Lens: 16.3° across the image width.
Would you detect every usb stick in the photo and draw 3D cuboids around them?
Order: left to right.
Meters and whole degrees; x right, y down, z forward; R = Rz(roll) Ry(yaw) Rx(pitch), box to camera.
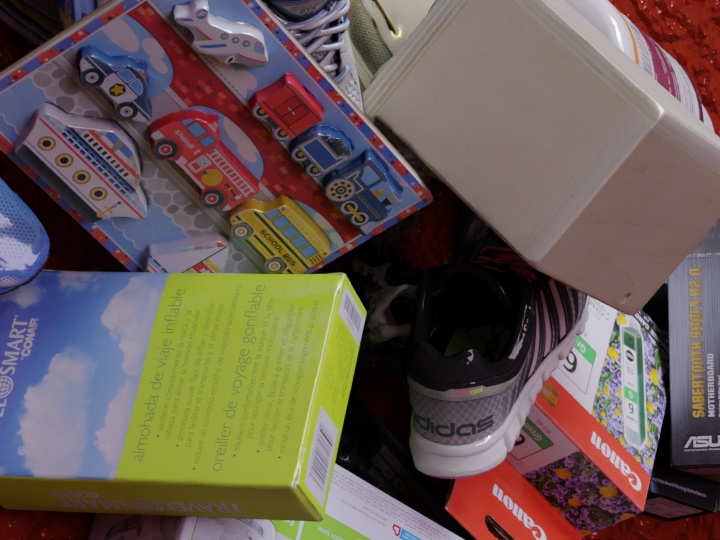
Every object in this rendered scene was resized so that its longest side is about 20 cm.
[{"bbox_3d":[0.023,0.137,1.436,0.200,0.033,0.056,49,58,-20],"label":"usb stick"}]

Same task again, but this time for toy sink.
[{"bbox_3d":[0.085,-0.084,1.332,0.200,0.112,0.130,46,12,29],"label":"toy sink"}]

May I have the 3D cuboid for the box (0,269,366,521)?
[{"bbox_3d":[-0.106,0.060,1.259,0.048,0.199,0.122,59,37,-54],"label":"box"}]

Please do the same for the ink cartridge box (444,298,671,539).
[{"bbox_3d":[0.117,0.087,1.435,0.109,0.050,0.200,45,40,-23],"label":"ink cartridge box"}]

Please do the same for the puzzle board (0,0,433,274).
[{"bbox_3d":[-0.078,-0.057,1.250,0.200,0.150,0.017,46,21,-37],"label":"puzzle board"}]

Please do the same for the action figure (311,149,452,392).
[{"bbox_3d":[0.000,0.000,1.407,0.199,0.102,0.119,19,47,-34],"label":"action figure"}]

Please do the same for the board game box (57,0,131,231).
[{"bbox_3d":[-0.086,-0.128,1.293,0.135,0.034,0.201,-7,106,-20],"label":"board game box"}]

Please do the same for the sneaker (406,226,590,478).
[{"bbox_3d":[0.075,0.018,1.369,0.088,0.073,0.200,82,27,-42],"label":"sneaker"}]

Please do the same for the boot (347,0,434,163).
[{"bbox_3d":[0.013,-0.163,1.486,0.155,0.073,0.201,-40,106,-40],"label":"boot"}]

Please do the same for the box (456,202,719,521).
[{"bbox_3d":[0.142,0.055,1.556,0.199,0.043,0.161,21,65,-36],"label":"box"}]

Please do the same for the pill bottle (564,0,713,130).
[{"bbox_3d":[0.137,-0.094,1.499,0.200,0.114,0.115,26,58,-62],"label":"pill bottle"}]

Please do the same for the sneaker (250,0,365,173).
[{"bbox_3d":[-0.041,-0.131,1.243,0.077,0.085,0.201,-27,113,-15],"label":"sneaker"}]

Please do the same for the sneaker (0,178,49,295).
[{"bbox_3d":[-0.228,-0.059,1.231,0.200,0.089,0.079,40,56,-26],"label":"sneaker"}]

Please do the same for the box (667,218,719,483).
[{"bbox_3d":[0.239,0.053,1.563,0.200,0.048,0.159,21,66,-65],"label":"box"}]

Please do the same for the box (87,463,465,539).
[{"bbox_3d":[-0.046,0.193,1.314,0.200,0.096,0.177,32,59,-31],"label":"box"}]

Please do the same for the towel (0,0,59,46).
[{"bbox_3d":[-0.197,-0.220,1.351,0.200,0.023,0.144,39,56,-27],"label":"towel"}]
